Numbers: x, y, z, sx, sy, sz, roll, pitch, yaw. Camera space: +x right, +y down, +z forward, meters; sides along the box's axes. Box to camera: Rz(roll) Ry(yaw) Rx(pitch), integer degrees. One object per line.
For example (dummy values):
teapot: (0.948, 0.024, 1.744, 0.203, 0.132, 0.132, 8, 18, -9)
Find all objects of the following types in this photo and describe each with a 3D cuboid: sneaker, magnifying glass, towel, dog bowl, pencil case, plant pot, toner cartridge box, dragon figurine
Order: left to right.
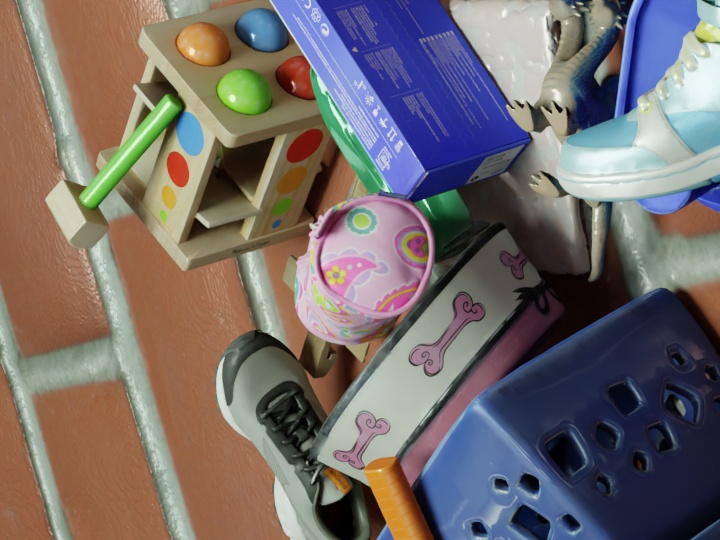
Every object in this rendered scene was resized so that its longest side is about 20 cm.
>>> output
sneaker: (-0.043, 0.130, 1.757, 0.079, 0.074, 0.200, 15, 136, 57)
pencil case: (0.000, 0.000, 1.542, 0.200, 0.087, 0.087, 118, 130, -81)
toner cartridge box: (0.020, -0.144, 1.548, 0.200, 0.095, 0.043, 59, 142, 18)
magnifying glass: (0.052, 0.208, 1.453, 0.080, 0.022, 0.200, -11, 110, 47)
dog bowl: (0.057, 0.067, 1.529, 0.074, 0.200, 0.200, 40, 135, 8)
towel: (0.081, -0.095, 1.594, 0.200, 0.032, 0.191, 7, 110, 50)
plant pot: (0.153, 0.161, 1.483, 0.180, 0.200, 0.200, 49, 138, 17)
dragon figurine: (0.154, -0.092, 1.483, 0.059, 0.099, 0.200, 6, 128, 48)
sneaker: (0.187, -0.117, 1.262, 0.200, 0.080, 0.131, -14, 107, 22)

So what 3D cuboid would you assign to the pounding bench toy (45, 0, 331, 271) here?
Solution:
pounding bench toy: (-0.125, -0.100, 1.707, 0.124, 0.200, 0.156, 49, 138, 27)

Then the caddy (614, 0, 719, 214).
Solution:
caddy: (0.228, -0.115, 1.352, 0.141, 0.105, 0.200, 16, 119, 20)

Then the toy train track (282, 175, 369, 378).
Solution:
toy train track: (-0.003, -0.008, 1.737, 0.115, 0.033, 0.200, 45, 130, 40)

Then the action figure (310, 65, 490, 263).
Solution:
action figure: (0.016, -0.100, 1.599, 0.200, 0.055, 0.118, 60, 152, 8)
